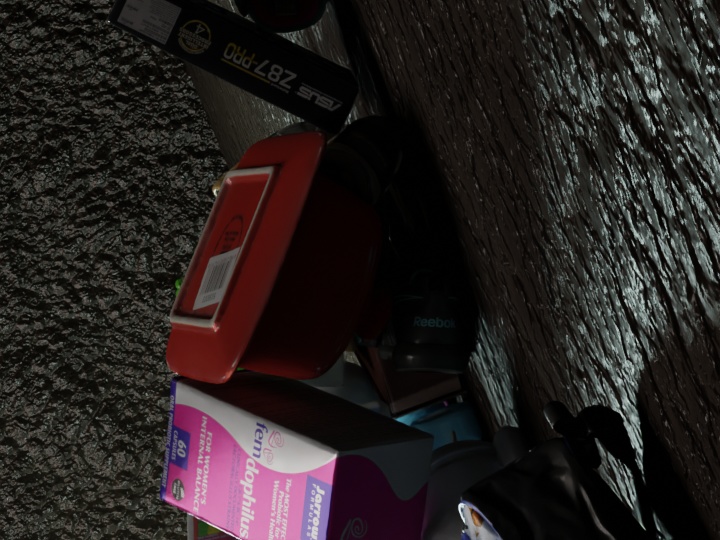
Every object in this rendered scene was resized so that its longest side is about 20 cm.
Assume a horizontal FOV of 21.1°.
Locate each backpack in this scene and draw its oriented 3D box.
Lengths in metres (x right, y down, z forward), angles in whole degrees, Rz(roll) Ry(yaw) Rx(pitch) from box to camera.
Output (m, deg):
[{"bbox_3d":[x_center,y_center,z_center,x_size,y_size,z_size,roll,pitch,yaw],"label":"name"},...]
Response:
[{"bbox_3d":[0.124,0.204,1.072,0.201,0.154,0.191,63,-177,26],"label":"backpack"}]

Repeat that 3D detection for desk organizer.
[{"bbox_3d":[0.026,0.046,1.751,0.200,0.071,0.077,-122,14,-62],"label":"desk organizer"}]

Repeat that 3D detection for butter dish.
[{"bbox_3d":[-0.043,0.009,1.475,0.147,0.200,0.200,25,172,-19],"label":"butter dish"}]

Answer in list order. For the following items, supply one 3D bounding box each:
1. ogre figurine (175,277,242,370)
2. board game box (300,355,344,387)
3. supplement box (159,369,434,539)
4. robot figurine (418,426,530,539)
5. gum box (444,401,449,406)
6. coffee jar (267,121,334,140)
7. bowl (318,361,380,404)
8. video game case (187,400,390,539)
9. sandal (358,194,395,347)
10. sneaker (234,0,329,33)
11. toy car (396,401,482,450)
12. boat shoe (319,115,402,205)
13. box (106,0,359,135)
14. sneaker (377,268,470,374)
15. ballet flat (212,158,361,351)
[{"bbox_3d":[-0.098,0.084,1.636,0.120,0.098,0.201,134,136,-62],"label":"ogre figurine"},{"bbox_3d":[-0.053,0.002,1.768,0.200,0.064,0.148,-103,13,-71],"label":"board game box"},{"bbox_3d":[-0.051,0.149,1.461,0.199,0.103,0.102,17,105,44],"label":"supplement box"},{"bbox_3d":[0.094,0.204,1.462,0.170,0.112,0.200,-67,25,20],"label":"robot figurine"},{"bbox_3d":[0.064,0.188,1.920,0.200,0.066,0.114,76,170,-48],"label":"gum box"},{"bbox_3d":[-0.045,-0.057,1.961,0.200,0.085,0.105,78,169,-60],"label":"coffee jar"},{"bbox_3d":[-0.056,0.155,1.781,0.090,0.201,0.201,36,179,-9],"label":"bowl"},{"bbox_3d":[-0.061,0.219,1.663,0.023,0.199,0.183,36,-136,-54],"label":"video game case"},{"bbox_3d":[0.000,0.000,1.649,0.200,0.043,0.076,-94,15,-61],"label":"sandal"},{"bbox_3d":[-0.068,-0.244,1.547,0.200,0.083,0.121,111,147,-80],"label":"sneaker"},{"bbox_3d":[0.028,0.235,1.713,0.177,0.199,0.185,174,75,-76],"label":"toy car"},{"bbox_3d":[-0.004,-0.076,1.567,0.075,0.073,0.200,48,166,-5],"label":"boat shoe"},{"bbox_3d":[-0.100,-0.179,1.548,0.199,0.049,0.161,25,-170,-8],"label":"box"},{"bbox_3d":[0.056,0.038,1.542,0.200,0.075,0.080,-171,82,-85],"label":"sneaker"},{"bbox_3d":[-0.064,-0.005,1.596,0.201,0.063,0.069,62,176,28],"label":"ballet flat"}]
